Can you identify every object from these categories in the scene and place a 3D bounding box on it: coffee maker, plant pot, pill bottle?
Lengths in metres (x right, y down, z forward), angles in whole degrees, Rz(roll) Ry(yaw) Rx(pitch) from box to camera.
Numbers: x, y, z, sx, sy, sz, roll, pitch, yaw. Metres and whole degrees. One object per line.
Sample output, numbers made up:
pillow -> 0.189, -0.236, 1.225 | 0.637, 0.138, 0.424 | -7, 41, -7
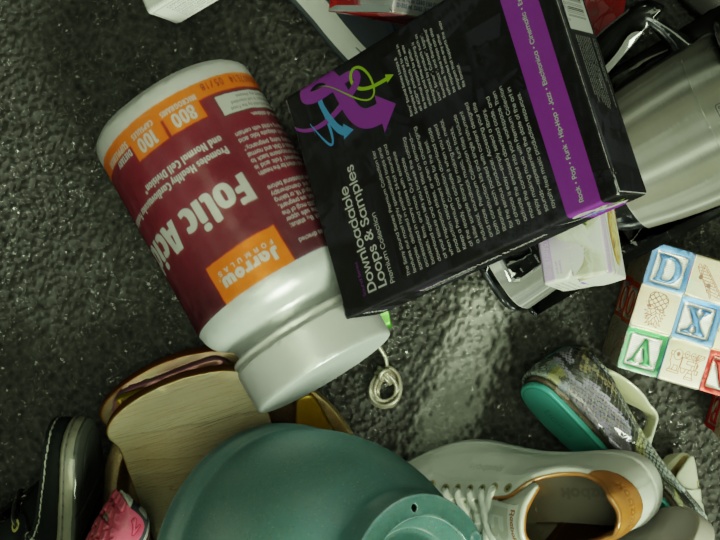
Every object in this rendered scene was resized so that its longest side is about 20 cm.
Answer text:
coffee maker -> 0.171, -0.063, 0.868 | 0.199, 0.192, 0.136 | -27, 72, 22
plant pot -> -0.006, 0.191, 0.814 | 0.199, 0.134, 0.202 | 7, 79, -42
pill bottle -> -0.072, -0.020, 0.860 | 0.114, 0.114, 0.201 | -32, 80, 2

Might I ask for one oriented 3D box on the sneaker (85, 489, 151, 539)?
sneaker -> -0.145, 0.212, 0.881 | 0.074, 0.201, 0.081 | 17, 51, 7

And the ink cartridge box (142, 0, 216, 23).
ink cartridge box -> -0.076, -0.279, 0.847 | 0.199, 0.045, 0.177 | -27, 81, 18

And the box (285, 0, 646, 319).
box -> 0.051, -0.072, 0.765 | 0.199, 0.036, 0.144 | -25, 75, 38

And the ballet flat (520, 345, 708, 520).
ballet flat -> 0.191, 0.132, 0.927 | 0.072, 0.072, 0.201 | -37, 95, 3

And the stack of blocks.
stack of blocks -> 0.269, 0.060, 0.922 | 0.198, 0.059, 0.116 | 16, 95, -2

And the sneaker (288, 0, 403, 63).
sneaker -> 0.030, -0.196, 0.885 | 0.146, 0.077, 0.203 | -41, 93, 6

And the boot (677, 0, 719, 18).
boot -> 0.221, -0.216, 0.859 | 0.200, 0.132, 0.070 | 37, 93, -4

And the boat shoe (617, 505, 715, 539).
boat shoe -> 0.180, 0.234, 0.904 | 0.093, 0.075, 0.200 | 40, 129, -9

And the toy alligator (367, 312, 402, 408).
toy alligator -> 0.000, 0.000, 0.914 | 0.059, 0.054, 0.202 | -12, 95, 1

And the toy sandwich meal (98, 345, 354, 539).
toy sandwich meal -> -0.086, 0.150, 0.919 | 0.203, 0.070, 0.207 | 0, 95, -1

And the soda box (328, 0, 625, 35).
soda box -> 0.078, -0.179, 0.842 | 0.199, 0.063, 0.071 | 2, 97, -40

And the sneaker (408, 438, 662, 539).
sneaker -> 0.088, 0.150, 0.886 | 0.199, 0.085, 0.073 | -11, 91, 28

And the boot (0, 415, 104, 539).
boot -> -0.252, 0.172, 0.896 | 0.152, 0.074, 0.205 | 13, 120, 1

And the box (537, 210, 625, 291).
box -> 0.111, -0.090, 0.770 | 0.038, 0.041, 0.202 | -11, 78, 22
